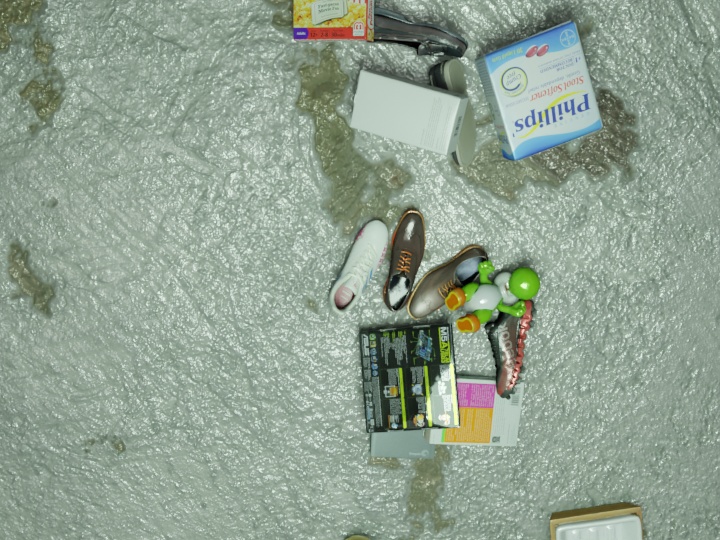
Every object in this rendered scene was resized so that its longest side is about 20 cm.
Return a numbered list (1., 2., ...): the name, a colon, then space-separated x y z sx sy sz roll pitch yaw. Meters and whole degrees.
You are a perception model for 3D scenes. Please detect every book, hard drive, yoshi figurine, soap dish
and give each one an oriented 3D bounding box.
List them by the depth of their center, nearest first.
1. yoshi figurine: 0.267 0.042 1.487 0.197 0.111 0.115 -22 126 -29
2. book: 0.234 0.286 1.588 0.194 0.048 0.138 6 96 -14
3. hard drive: 0.092 0.288 1.608 0.135 0.033 0.206 3 101 -2
4. soap dish: 0.499 0.581 1.650 0.194 0.081 0.162 -8 101 0

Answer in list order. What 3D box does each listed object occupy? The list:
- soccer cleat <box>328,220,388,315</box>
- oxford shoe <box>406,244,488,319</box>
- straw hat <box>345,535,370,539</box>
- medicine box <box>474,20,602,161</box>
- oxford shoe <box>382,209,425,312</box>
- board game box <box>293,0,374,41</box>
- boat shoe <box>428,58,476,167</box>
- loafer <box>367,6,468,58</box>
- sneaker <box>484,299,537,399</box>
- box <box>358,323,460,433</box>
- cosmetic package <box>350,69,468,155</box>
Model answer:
1. soccer cleat: 0.000 0.000 1.523 0.069 0.086 0.203 26 99 -6
2. oxford shoe: 0.171 0.026 1.538 0.200 0.073 0.071 -44 99 7
3. straw hat: 0.036 0.649 1.646 0.084 0.198 0.207 -7 105 -43
4. medicine box: 0.334 -0.334 1.458 0.178 0.103 0.205 -20 100 3
5. oxford shoe: 0.091 -0.016 1.528 0.069 0.073 0.206 9 100 -2
6. board game box: -0.048 -0.526 1.416 0.147 0.046 0.206 5 101 20
7. boat shoe: 0.175 -0.301 1.495 0.062 0.072 0.205 3 112 42
8. loafer: 0.101 -0.427 1.447 0.195 0.072 0.064 20 83 3
9. sneaker: 0.289 0.152 1.559 0.095 0.071 0.206 12 88 1
10. box: 0.097 0.213 1.535 0.187 0.047 0.206 -6 84 8
11. cosmetic package: 0.089 -0.295 1.435 0.196 0.085 0.110 20 110 15
